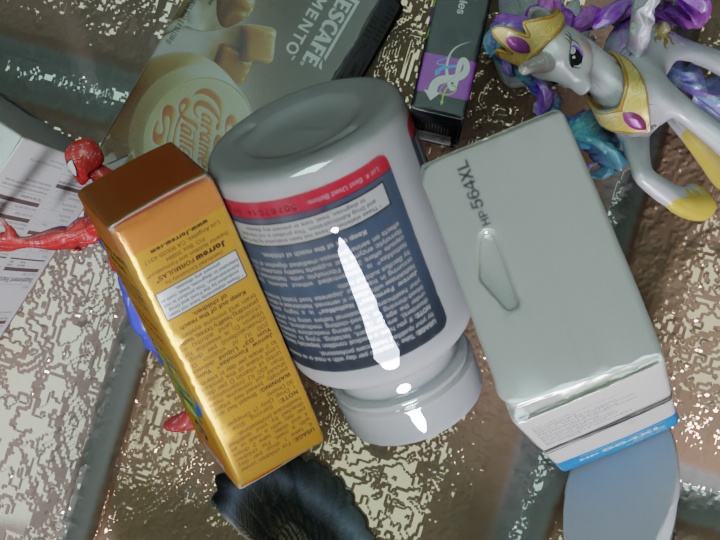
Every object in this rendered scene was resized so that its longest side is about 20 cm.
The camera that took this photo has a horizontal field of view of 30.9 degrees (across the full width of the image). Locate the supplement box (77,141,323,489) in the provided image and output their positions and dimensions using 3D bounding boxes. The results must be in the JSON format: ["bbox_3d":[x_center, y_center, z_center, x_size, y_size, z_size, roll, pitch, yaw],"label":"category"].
[{"bbox_3d":[-0.090,0.030,0.762,0.069,0.067,0.200,-32,123,-14],"label":"supplement box"}]

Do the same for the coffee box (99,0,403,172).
[{"bbox_3d":[-0.071,-0.118,0.838,0.114,0.080,0.200,32,94,9],"label":"coffee box"}]

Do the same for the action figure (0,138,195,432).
[{"bbox_3d":[-0.159,0.009,0.809,0.099,0.065,0.201,-5,123,17],"label":"action figure"}]

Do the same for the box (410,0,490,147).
[{"bbox_3d":[0.066,-0.182,0.786,0.036,0.143,0.201,13,89,3],"label":"box"}]

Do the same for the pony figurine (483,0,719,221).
[{"bbox_3d":[0.162,-0.127,0.761,0.200,0.193,0.167,31,132,-17],"label":"pony figurine"}]

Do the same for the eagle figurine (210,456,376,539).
[{"bbox_3d":[-0.036,0.226,0.813,0.151,0.151,0.200,-24,45,-31],"label":"eagle figurine"}]

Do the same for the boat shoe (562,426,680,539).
[{"bbox_3d":[0.160,0.184,0.797,0.068,0.057,0.201,2,70,25],"label":"boat shoe"}]

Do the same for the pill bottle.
[{"bbox_3d":[0.000,0.000,0.770,0.119,0.120,0.200,-18,117,8],"label":"pill bottle"}]

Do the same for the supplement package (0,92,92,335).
[{"bbox_3d":[-0.297,-0.032,0.836,0.152,0.151,0.200,34,93,9],"label":"supplement package"}]

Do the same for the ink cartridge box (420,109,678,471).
[{"bbox_3d":[0.111,0.021,0.728,0.084,0.200,0.146,-22,71,8],"label":"ink cartridge box"}]
